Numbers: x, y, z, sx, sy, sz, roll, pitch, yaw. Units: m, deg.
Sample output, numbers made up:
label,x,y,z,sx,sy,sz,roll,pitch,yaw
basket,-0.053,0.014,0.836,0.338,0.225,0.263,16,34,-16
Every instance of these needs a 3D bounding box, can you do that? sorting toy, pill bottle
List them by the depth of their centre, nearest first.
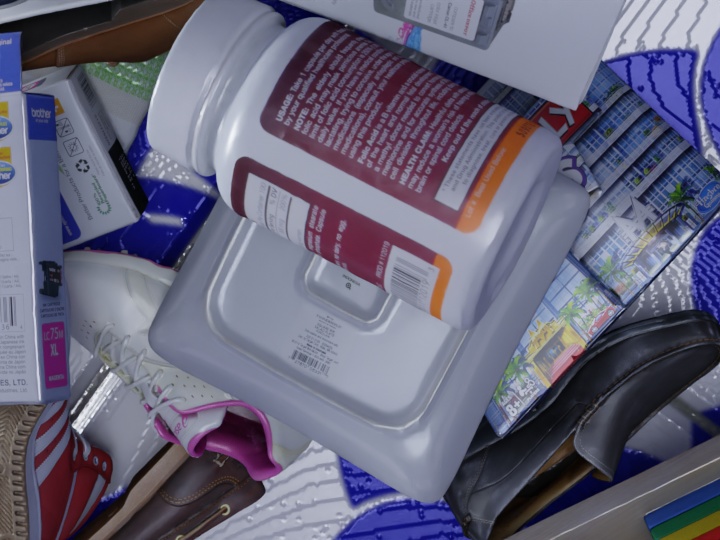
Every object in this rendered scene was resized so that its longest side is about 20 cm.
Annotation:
label,x,y,z,sx,sy,sz,roll,pitch,yaw
pill bottle,-0.005,-0.062,0.965,0.199,0.114,0.115,28,101,11
sorting toy,0.195,0.218,1.104,0.198,0.070,0.200,-27,123,6

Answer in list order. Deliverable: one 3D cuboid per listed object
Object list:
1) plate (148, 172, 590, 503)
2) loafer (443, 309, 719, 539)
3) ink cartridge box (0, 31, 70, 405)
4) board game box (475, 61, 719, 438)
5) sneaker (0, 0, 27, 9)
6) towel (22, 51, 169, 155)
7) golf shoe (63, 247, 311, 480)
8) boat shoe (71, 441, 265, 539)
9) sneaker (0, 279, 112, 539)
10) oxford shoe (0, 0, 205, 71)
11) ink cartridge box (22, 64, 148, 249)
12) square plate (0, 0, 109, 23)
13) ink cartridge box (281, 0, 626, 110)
label,x,y,z,sx,sy,sz,roll,pitch,yaw
plate,0.000,0.000,1.035,0.198,0.032,0.202,28,93,10
loafer,0.138,0.098,1.103,0.199,0.073,0.073,-35,140,13
ink cartridge box,-0.223,-0.026,1.015,0.118,0.042,0.203,-3,93,22
board game box,0.081,-0.044,1.070,0.200,0.062,0.200,44,94,8
sneaker,-0.171,-0.176,0.938,0.198,0.084,0.076,-5,93,20
towel,-0.170,-0.170,1.069,0.148,0.031,0.201,25,112,-7
golf shoe,-0.112,0.055,1.093,0.198,0.092,0.076,24,138,-3
boat shoe,-0.146,0.181,1.136,0.200,0.070,0.070,-43,97,9
sneaker,-0.193,0.082,1.095,0.070,0.112,0.202,13,102,14
oxford shoe,-0.159,-0.136,1.035,0.198,0.071,0.072,-9,60,18
ink cartridge box,-0.234,-0.043,1.094,0.198,0.037,0.095,-20,111,13
square plate,-0.201,-0.234,1.004,0.196,0.028,0.203,-10,91,19
ink cartridge box,0.047,-0.187,1.011,0.198,0.148,0.086,19,125,-3
